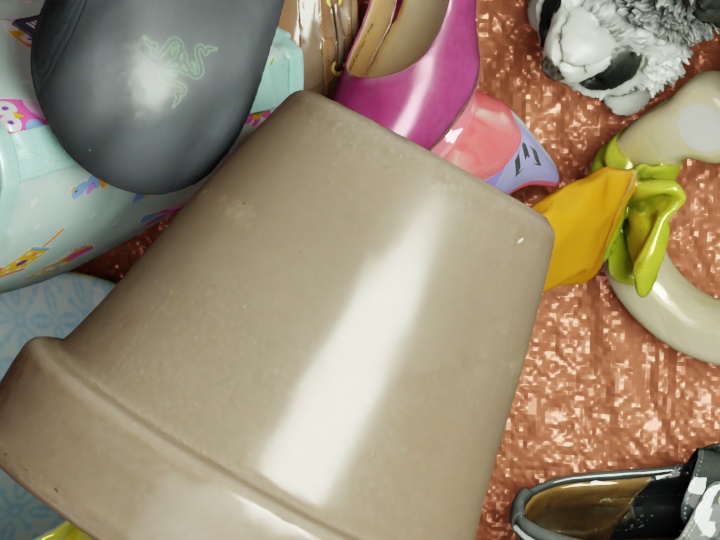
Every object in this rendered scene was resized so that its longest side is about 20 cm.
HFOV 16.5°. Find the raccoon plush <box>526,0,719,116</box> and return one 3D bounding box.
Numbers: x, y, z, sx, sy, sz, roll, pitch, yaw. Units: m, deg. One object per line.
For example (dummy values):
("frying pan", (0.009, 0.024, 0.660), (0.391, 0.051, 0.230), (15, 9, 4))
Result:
("raccoon plush", (0.161, -0.137, 1.053), (0.200, 0.134, 0.097), (-20, 76, -17))

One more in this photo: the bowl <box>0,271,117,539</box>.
("bowl", (-0.163, 0.103, 1.104), (0.200, 0.200, 0.108), (-6, 128, 13))

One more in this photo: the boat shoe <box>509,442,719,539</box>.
("boat shoe", (0.164, 0.108, 1.065), (0.200, 0.072, 0.068), (-10, 117, 15))

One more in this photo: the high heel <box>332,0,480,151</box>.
("high heel", (0.015, -0.128, 1.031), (0.067, 0.096, 0.200), (7, 64, 46))

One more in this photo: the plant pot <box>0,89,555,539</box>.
("plant pot", (-0.018, 0.032, 0.931), (0.200, 0.200, 0.175), (28, 92, 7))

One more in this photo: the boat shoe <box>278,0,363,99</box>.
("boat shoe", (-0.017, -0.163, 1.081), (0.068, 0.072, 0.200), (7, 97, -5))

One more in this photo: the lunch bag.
("lunch bag", (-0.141, -0.055, 1.029), (0.200, 0.170, 0.122), (-12, 95, 48))

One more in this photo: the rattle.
("rattle", (0.167, 0.024, 1.022), (0.130, 0.143, 0.200), (-38, 90, 21))

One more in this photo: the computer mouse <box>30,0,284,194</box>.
("computer mouse", (-0.073, -0.124, 0.953), (0.138, 0.200, 0.053), (21, 147, -26))

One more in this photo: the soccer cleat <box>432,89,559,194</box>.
("soccer cleat", (0.000, 0.000, 1.100), (0.076, 0.067, 0.200), (35, 111, -22))
